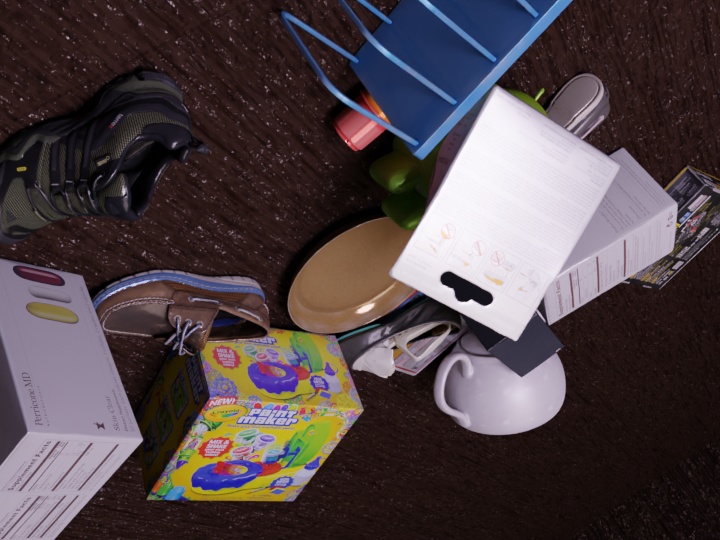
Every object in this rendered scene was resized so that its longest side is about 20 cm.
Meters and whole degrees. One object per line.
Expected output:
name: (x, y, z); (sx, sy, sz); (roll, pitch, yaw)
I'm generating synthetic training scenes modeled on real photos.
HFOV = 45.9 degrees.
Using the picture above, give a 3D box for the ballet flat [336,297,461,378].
ballet flat: (0.044, 0.093, 1.102); (0.199, 0.069, 0.068); (-25, 155, -8)

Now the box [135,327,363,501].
box: (-0.139, 0.172, 1.022); (0.199, 0.122, 0.193); (10, 129, -33)

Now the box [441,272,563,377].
box: (0.177, 0.048, 1.095); (0.079, 0.141, 0.200); (-40, 153, 7)

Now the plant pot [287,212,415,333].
plant pot: (0.000, 0.000, 1.021); (0.199, 0.028, 0.200); (-21, 145, -15)

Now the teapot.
teapot: (0.202, 0.139, 1.253); (0.197, 0.200, 0.147); (-10, 111, 5)

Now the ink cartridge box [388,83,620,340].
ink cartridge box: (0.134, -0.054, 0.819); (0.162, 0.050, 0.200); (27, 99, -21)

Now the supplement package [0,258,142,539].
supplement package: (-0.309, 0.115, 0.762); (0.156, 0.200, 0.111); (-47, 145, 21)

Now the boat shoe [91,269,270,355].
boat shoe: (-0.181, 0.047, 0.893); (0.199, 0.072, 0.072); (-4, 137, -36)

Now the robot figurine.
robot figurine: (0.113, -0.115, 0.880); (0.199, 0.116, 0.176); (-25, 115, -10)

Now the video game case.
video game case: (0.072, 0.082, 1.193); (0.143, 0.017, 0.200); (-43, 145, 16)

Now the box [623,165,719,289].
box: (0.480, -0.060, 1.309); (0.159, 0.049, 0.200); (10, 129, -42)

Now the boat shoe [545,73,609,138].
boat shoe: (0.206, -0.137, 0.973); (0.200, 0.067, 0.057); (-43, 141, 10)

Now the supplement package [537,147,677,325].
supplement package: (0.296, -0.044, 1.120); (0.200, 0.117, 0.117); (-30, 147, -1)

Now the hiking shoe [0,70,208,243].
hiking shoe: (-0.220, -0.074, 0.680); (0.200, 0.101, 0.076); (-35, 146, 5)

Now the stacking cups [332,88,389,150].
stacking cups: (0.062, -0.188, 0.801); (0.200, 0.061, 0.060); (-41, 146, 17)

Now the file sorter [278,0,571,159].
file sorter: (0.052, -0.222, 0.677); (0.200, 0.139, 0.123); (-46, 141, 20)
